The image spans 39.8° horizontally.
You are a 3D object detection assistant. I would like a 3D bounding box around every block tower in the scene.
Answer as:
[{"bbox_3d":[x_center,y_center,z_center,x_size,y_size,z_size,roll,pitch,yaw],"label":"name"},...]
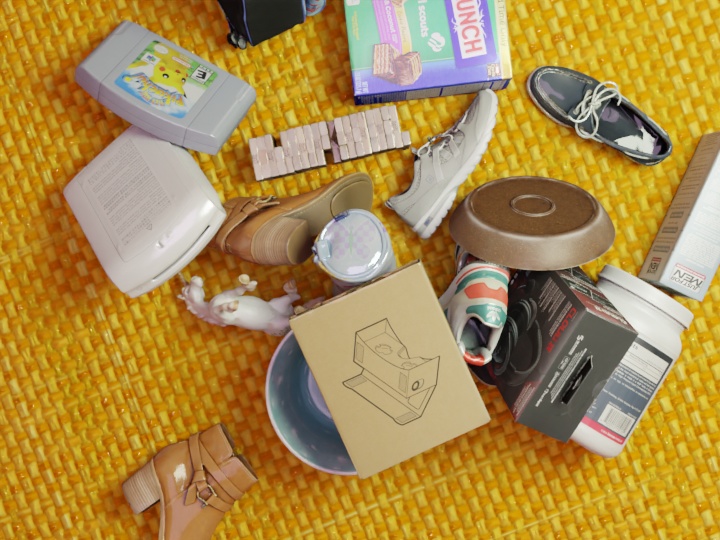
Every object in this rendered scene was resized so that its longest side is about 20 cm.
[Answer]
[{"bbox_3d":[-0.038,-0.161,1.252,0.197,0.054,0.059,-12,92,1],"label":"block tower"}]

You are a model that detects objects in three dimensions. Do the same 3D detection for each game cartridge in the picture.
[{"bbox_3d":[-0.241,-0.224,1.225,0.198,0.041,0.134,27,51,0],"label":"game cartridge"}]

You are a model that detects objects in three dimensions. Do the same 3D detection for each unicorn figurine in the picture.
[{"bbox_3d":[-0.145,0.043,1.236,0.198,0.137,0.075,27,65,-13],"label":"unicorn figurine"}]

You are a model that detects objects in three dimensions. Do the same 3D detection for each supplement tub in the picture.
[{"bbox_3d":[0.300,0.110,1.211,0.139,0.140,0.202,31,92,0],"label":"supplement tub"}]

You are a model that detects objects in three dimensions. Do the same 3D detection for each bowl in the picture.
[{"bbox_3d":[-0.014,0.143,1.237,0.198,0.105,0.204,0,92,2],"label":"bowl"}]

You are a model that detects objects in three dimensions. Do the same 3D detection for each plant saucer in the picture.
[{"bbox_3d":[0.204,-0.065,1.182,0.197,0.201,0.035,-1,120,1],"label":"plant saucer"}]

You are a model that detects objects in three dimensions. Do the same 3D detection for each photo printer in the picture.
[{"bbox_3d":[-0.259,-0.075,1.206,0.166,0.069,0.200,-41,55,3],"label":"photo printer"}]

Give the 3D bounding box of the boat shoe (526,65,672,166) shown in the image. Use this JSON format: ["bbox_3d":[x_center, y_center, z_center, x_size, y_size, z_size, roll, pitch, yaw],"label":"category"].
[{"bbox_3d":[0.299,-0.194,1.239,0.199,0.062,0.075,36,94,0],"label":"boat shoe"}]

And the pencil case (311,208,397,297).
[{"bbox_3d":[0.000,0.000,1.183,0.090,0.200,0.084,-26,72,0],"label":"pencil case"}]

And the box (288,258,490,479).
[{"bbox_3d":[0.033,0.110,1.101,0.162,0.021,0.202,-24,100,3],"label":"box"}]

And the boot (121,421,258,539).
[{"bbox_3d":[-0.193,0.309,1.265,0.154,0.074,0.201,-32,94,-2],"label":"boot"}]

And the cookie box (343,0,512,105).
[{"bbox_3d":[0.081,-0.305,1.233,0.197,0.075,0.174,-7,91,1],"label":"cookie box"}]

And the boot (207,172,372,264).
[{"bbox_3d":[-0.089,-0.074,1.233,0.153,0.199,0.075,9,120,38],"label":"boot"}]

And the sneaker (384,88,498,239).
[{"bbox_3d":[0.103,-0.142,1.238,0.081,0.075,0.202,31,93,-2],"label":"sneaker"}]

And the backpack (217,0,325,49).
[{"bbox_3d":[-0.137,-0.398,1.192,0.133,0.183,0.202,-24,80,-6],"label":"backpack"}]

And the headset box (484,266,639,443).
[{"bbox_3d":[0.216,0.082,1.121,0.076,0.200,0.150,23,109,-18],"label":"headset box"}]

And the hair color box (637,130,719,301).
[{"bbox_3d":[0.421,-0.068,1.222,0.060,0.099,0.202,25,93,0],"label":"hair color box"}]

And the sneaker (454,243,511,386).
[{"bbox_3d":[0.155,0.051,1.244,0.077,0.079,0.203,-11,93,1],"label":"sneaker"}]

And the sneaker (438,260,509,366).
[{"bbox_3d":[0.116,0.079,1.158,0.069,0.201,0.094,15,50,-11],"label":"sneaker"}]
